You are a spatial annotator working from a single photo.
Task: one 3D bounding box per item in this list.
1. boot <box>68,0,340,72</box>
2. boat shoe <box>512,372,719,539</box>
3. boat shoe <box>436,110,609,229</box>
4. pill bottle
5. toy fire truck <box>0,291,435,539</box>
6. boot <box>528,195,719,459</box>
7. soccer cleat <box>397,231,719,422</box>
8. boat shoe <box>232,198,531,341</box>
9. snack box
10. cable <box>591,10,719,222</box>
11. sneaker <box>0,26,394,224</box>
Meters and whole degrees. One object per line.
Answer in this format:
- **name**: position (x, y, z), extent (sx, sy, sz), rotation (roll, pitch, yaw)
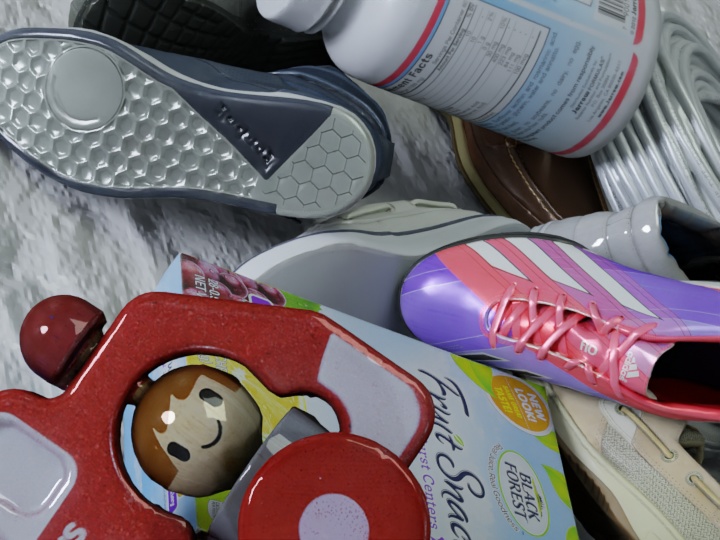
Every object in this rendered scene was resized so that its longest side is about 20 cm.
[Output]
- **boot**: position (-0.104, -0.150, 1.183), extent (0.199, 0.068, 0.131), rotation (4, 40, -51)
- **boat shoe**: position (0.134, 0.095, 1.046), extent (0.065, 0.072, 0.200), rotation (-27, 41, -8)
- **boat shoe**: position (0.094, -0.085, 1.270), extent (0.072, 0.068, 0.201), rotation (7, 44, -38)
- **pill bottle**: position (0.051, -0.138, 1.162), extent (0.199, 0.109, 0.109), rotation (19, 37, -23)
- **toy fire truck**: position (-0.074, 0.095, 0.790), extent (0.168, 0.201, 0.112), rotation (34, -5, 1)
- **boot**: position (0.171, 0.032, 1.125), extent (0.200, 0.095, 0.074), rotation (36, 50, -38)
- **soccer cleat**: position (0.112, 0.030, 1.022), extent (0.199, 0.069, 0.073), rotation (11, 21, 9)
- **boat shoe**: position (0.000, 0.000, 1.084), extent (0.199, 0.072, 0.066), rotation (-17, 30, -40)
- **snack box**: position (-0.002, 0.097, 0.958), extent (0.199, 0.068, 0.169), rotation (22, 35, -25)
- **cable**: position (0.200, -0.051, 1.273), extent (0.200, 0.069, 0.200), rotation (51, 25, -20)
- **sneaker**: position (-0.080, -0.075, 1.097), extent (0.201, 0.077, 0.146), rotation (16, 11, 7)
